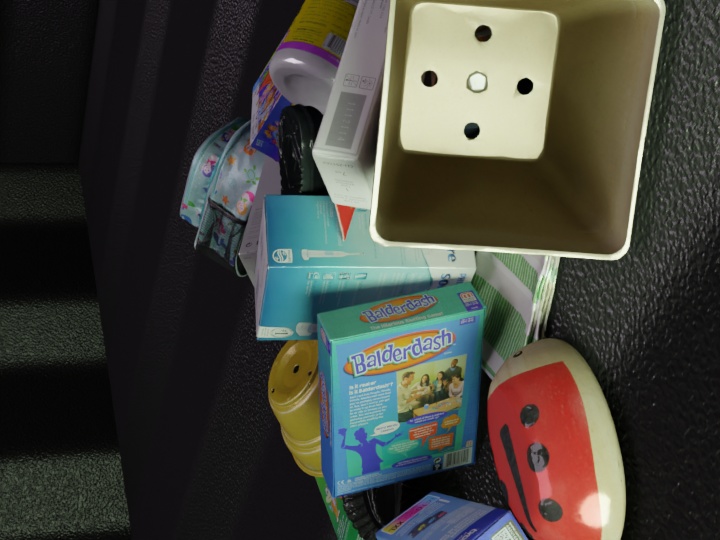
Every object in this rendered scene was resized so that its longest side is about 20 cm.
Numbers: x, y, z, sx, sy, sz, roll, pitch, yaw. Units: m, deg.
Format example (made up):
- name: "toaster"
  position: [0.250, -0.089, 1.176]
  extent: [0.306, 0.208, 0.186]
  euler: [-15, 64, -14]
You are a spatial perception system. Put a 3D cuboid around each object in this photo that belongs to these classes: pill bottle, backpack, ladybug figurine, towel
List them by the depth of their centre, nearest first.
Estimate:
- name: "ladybug figurine"
  position: [0.156, 0.150, 1.062]
  extent: [0.136, 0.072, 0.201]
  euler: [115, 147, -50]
- name: "towel"
  position: [0.135, 0.005, 1.180]
  extent: [0.153, 0.023, 0.201]
  euler: [-129, 42, -60]
- name: "pill bottle"
  position: [-0.008, -0.263, 1.342]
  extent: [0.201, 0.104, 0.104]
  euler: [-62, 12, -20]
- name: "backpack"
  position: [-0.135, -0.117, 1.688]
  extent: [0.150, 0.177, 0.200]
  euler: [37, 133, 12]

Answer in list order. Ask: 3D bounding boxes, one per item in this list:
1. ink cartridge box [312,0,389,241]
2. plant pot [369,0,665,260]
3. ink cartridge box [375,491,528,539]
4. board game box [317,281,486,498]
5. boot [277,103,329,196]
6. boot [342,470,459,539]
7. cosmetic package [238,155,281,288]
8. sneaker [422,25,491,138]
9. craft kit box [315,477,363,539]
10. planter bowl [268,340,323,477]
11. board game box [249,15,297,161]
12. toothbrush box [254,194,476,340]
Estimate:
- name: "ink cartridge box"
  position: [0.017, -0.145, 1.139]
  extent: [0.176, 0.045, 0.201]
  euler: [69, -146, -65]
- name: "plant pot"
  position: [0.105, -0.135, 1.024]
  extent: [0.177, 0.199, 0.201]
  euler: [-106, 20, -72]
- name: "ink cartridge box"
  position: [0.108, 0.274, 1.120]
  extent: [0.137, 0.076, 0.200]
  euler: [58, 160, -8]
- name: "board game box"
  position: [0.037, 0.115, 1.220]
  extent: [0.045, 0.151, 0.201]
  euler: [-119, 23, -49]
- name: "boot"
  position: [0.006, -0.102, 1.282]
  extent: [0.201, 0.167, 0.077]
  euler: [92, 159, -51]
- name: "boot"
  position: [0.044, 0.271, 1.362]
  extent: [0.158, 0.079, 0.212]
  euler: [120, 154, -44]
- name: "cosmetic package"
  position: [-0.073, -0.055, 1.512]
  extent: [0.201, 0.084, 0.108]
  euler: [-80, -26, -45]
- name: "sneaker"
  position: [0.093, -0.153, 1.206]
  extent: [0.079, 0.078, 0.201]
  euler: [43, 140, 46]
- name: "craft kit box"
  position: [-0.013, 0.202, 1.577]
  extent: [0.198, 0.048, 0.201]
  euler: [-113, 29, -51]
- name: "planter bowl"
  position: [-0.047, 0.126, 1.472]
  extent: [0.200, 0.083, 0.201]
  euler: [-36, 39, 35]
- name: "board game box"
  position: [-0.075, -0.225, 1.509]
  extent: [0.135, 0.045, 0.200]
  euler: [-55, 18, 20]
- name: "toothbrush box"
  position: [0.000, 0.000, 1.261]
  extent: [0.147, 0.199, 0.086]
  euler: [103, 165, -58]
